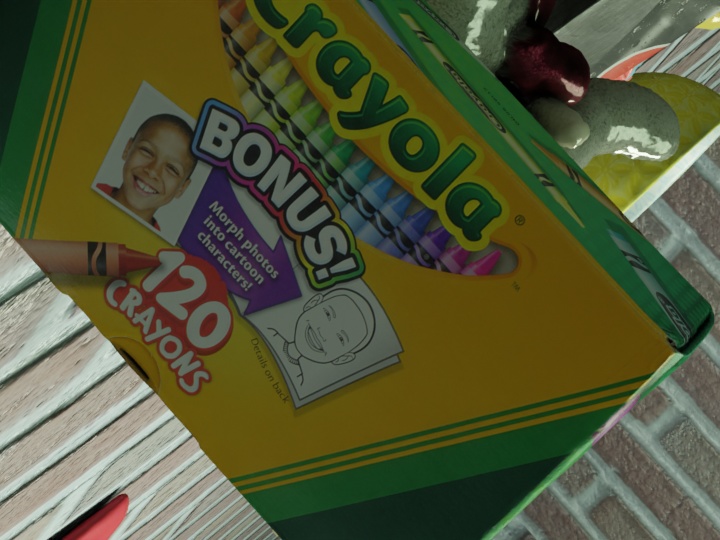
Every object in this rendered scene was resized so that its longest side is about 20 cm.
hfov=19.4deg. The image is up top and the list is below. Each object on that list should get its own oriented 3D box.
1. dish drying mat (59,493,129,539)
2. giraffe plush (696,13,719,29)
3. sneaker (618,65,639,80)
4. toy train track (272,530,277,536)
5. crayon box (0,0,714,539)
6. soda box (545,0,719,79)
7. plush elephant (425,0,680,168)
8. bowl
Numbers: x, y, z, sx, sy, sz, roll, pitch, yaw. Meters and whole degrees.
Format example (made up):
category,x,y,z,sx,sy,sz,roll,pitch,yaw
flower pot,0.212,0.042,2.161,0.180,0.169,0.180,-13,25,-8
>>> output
category,x,y,z,sx,sy,sz,roll,pitch,yaw
dish drying mat,-0.243,0.226,1.514,0.200,0.018,0.077,-34,169,-49
giraffe plush,0.247,-0.206,1.181,0.172,0.199,0.163,17,-98,63
sneaker,0.081,-0.102,1.122,0.200,0.079,0.095,-47,170,26
toy train track,-0.064,0.268,2.748,0.114,0.033,0.200,-20,151,-55
crayon box,-0.015,-0.017,0.577,0.119,0.200,0.058,-45,173,20
soda box,0.090,-0.119,0.896,0.199,0.064,0.071,-33,152,17
plush elephant,0.037,-0.064,0.677,0.199,0.156,0.164,-33,-167,-20
bowl,0.187,-0.093,1.652,0.200,0.108,0.200,-42,173,-7
